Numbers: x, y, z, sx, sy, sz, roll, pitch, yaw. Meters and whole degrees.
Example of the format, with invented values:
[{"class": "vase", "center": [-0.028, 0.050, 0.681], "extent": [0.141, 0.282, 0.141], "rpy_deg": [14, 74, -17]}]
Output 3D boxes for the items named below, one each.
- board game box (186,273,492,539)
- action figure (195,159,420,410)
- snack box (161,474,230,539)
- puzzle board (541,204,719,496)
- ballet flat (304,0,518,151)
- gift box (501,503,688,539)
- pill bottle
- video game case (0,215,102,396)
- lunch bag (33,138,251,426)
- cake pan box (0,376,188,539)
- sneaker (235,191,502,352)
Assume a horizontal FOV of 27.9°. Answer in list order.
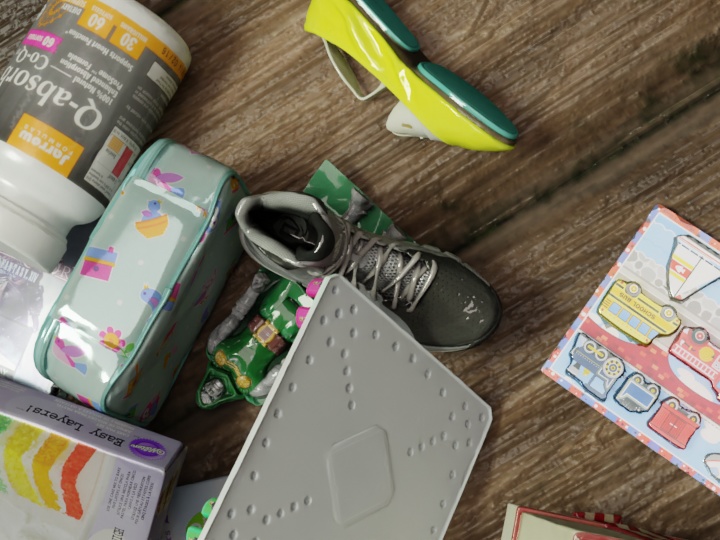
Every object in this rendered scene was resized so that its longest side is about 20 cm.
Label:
[{"class": "board game box", "center": [-0.008, 0.135, 0.969], "extent": [0.026, 0.200, 0.200], "rpy_deg": [5, 62, 45]}, {"class": "action figure", "center": [-0.051, 0.030, 1.075], "extent": [0.118, 0.055, 0.200], "rpy_deg": [43, 96, 10]}, {"class": "snack box", "center": [-0.109, 0.226, 1.052], "extent": [0.200, 0.053, 0.143], "rpy_deg": [-14, 79, 14]}, {"class": "puzzle board", "center": [0.253, 0.067, 1.031], "extent": [0.200, 0.017, 0.151], "rpy_deg": [35, 90, 12]}, {"class": "ballet flat", "center": [0.032, -0.141, 1.082], "extent": [0.200, 0.067, 0.067], "rpy_deg": [46, 113, 15]}, {"class": "gift box", "center": [0.183, 0.260, 0.938], "extent": [0.200, 0.187, 0.185], "rpy_deg": [18, 84, -7]}, {"class": "pill bottle", "center": [-0.221, -0.107, 1.078], "extent": [0.116, 0.116, 0.200], "rpy_deg": [26, 80, 12]}, {"class": "video game case", "center": [-0.280, 0.025, 1.134], "extent": [0.143, 0.019, 0.200], "rpy_deg": [22, 88, 12]}, {"class": "lunch bag", "center": [-0.152, 0.014, 1.042], "extent": [0.077, 0.160, 0.200], "rpy_deg": [27, 82, 7]}, {"class": "cake pan box", "center": [-0.233, 0.178, 0.990], "extent": [0.184, 0.052, 0.200], "rpy_deg": [22, 112, 4]}, {"class": "sneaker", "center": [0.000, 0.000, 0.985], "extent": [0.200, 0.115, 0.075], "rpy_deg": [22, 87, 7]}]
